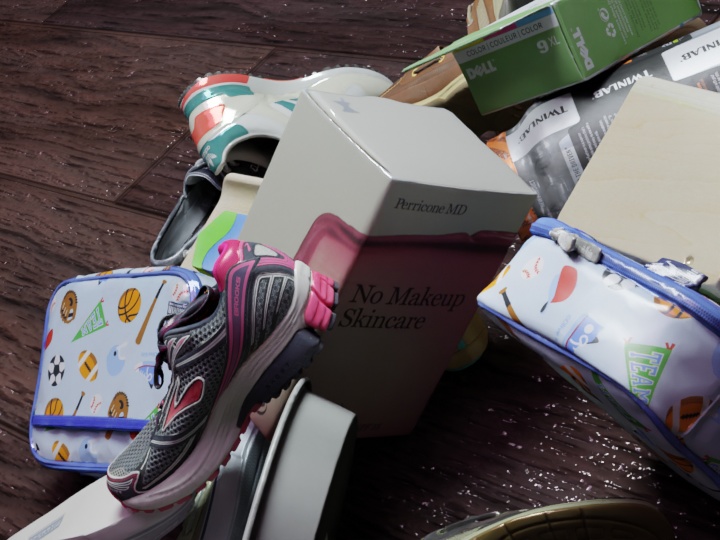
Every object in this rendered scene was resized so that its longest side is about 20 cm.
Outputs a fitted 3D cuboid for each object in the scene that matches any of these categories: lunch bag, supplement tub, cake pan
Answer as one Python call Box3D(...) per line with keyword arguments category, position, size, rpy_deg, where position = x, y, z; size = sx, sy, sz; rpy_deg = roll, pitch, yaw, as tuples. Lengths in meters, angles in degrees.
Box3D(category="lunch bag", position=(0.158, 0.052, 0.766), size=(0.076, 0.200, 0.160), rpy_deg=(-52, 38, -2))
Box3D(category="lunch bag", position=(-0.159, 0.081, 1.048), size=(0.200, 0.076, 0.160), rpy_deg=(-3, 74, 46))
Box3D(category="supplement tub", position=(0.196, -0.084, 0.997), size=(0.200, 0.123, 0.123), rpy_deg=(-22, 34, 12))
Box3D(category="cake pan", position=(-0.040, 0.161, 0.821), size=(0.037, 0.200, 0.200), rpy_deg=(14, 45, 5))

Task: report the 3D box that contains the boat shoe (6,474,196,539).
Box3D(category="boat shoe", position=(-0.174, 0.190, 0.953), size=(0.200, 0.069, 0.072), rpy_deg=(-33, 19, 20))

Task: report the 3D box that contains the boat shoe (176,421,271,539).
Box3D(category="boat shoe", position=(-0.089, 0.165, 0.943), size=(0.062, 0.072, 0.200), rpy_deg=(-13, 39, 31))

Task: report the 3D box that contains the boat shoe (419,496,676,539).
Box3D(category="boat shoe", position=(0.075, 0.165, 0.813), size=(0.201, 0.072, 0.066), rpy_deg=(-22, 14, 10))

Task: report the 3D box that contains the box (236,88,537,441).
Box3D(category="box", position=(0.000, 0.000, 0.934), size=(0.109, 0.128, 0.200), rpy_deg=(49, 124, 39))

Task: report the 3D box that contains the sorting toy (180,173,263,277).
Box3D(category="sorting toy", position=(-0.095, 0.022, 1.102), size=(0.185, 0.036, 0.200), rpy_deg=(14, 74, 48))

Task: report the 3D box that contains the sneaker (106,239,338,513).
Box3D(category="sneaker", position=(-0.095, 0.061, 0.860), size=(0.200, 0.075, 0.081), rpy_deg=(-52, 19, 23))

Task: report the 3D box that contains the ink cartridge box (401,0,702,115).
Box3D(category="ink cartridge box", position=(0.137, -0.161, 1.015), size=(0.200, 0.059, 0.104), rpy_deg=(-32, 12, -38))

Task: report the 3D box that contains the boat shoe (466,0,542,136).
Box3D(category="boat shoe", position=(0.126, -0.177, 1.229), size=(0.074, 0.076, 0.200), rpy_deg=(-41, 32, 40))

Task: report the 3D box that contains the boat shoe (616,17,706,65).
Box3D(category="boat shoe", position=(0.183, -0.125, 1.115), size=(0.200, 0.072, 0.065), rpy_deg=(-42, 20, -9))

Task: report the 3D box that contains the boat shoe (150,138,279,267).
Box3D(category="boat shoe", position=(-0.119, -0.067, 1.240), size=(0.072, 0.068, 0.200), rpy_deg=(7, 55, 37))

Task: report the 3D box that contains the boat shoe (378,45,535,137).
Box3D(category="boat shoe", position=(0.071, -0.140, 1.156), size=(0.200, 0.072, 0.068), rpy_deg=(-18, 51, 53))

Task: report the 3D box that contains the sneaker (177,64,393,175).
Box3D(category="sneaker", position=(-0.051, -0.117, 1.233), size=(0.200, 0.070, 0.093), rpy_deg=(-5, 62, -27))

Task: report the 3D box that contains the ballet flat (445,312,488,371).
Box3D(category="ballet flat", position=(0.031, 0.004, 1.064), size=(0.069, 0.063, 0.200), rpy_deg=(-36, 34, -11))

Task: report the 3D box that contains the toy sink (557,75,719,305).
Box3D(category="toy sink", position=(0.234, -0.008, 0.841), size=(0.130, 0.200, 0.112), rpy_deg=(28, 87, 52))
